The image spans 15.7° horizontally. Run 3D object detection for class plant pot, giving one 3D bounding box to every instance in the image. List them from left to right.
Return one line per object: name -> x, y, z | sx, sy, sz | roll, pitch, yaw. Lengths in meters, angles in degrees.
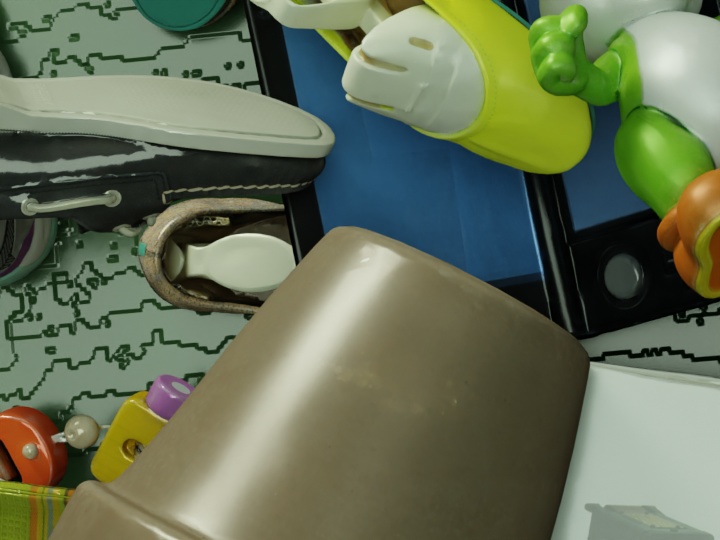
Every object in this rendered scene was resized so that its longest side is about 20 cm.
plant pot -> 0.001, 0.084, 0.998 | 0.200, 0.200, 0.175 | 27, 84, 5

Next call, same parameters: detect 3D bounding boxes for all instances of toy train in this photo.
toy train -> -0.103, 0.125, 1.154 | 0.150, 0.056, 0.200 | -34, 90, 17

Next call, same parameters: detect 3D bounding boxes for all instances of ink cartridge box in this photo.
ink cartridge box -> 0.115, 0.139, 1.084 | 0.083, 0.146, 0.200 | 9, 89, 7

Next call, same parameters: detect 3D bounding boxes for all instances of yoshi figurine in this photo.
yoshi figurine -> 0.118, -0.096, 0.973 | 0.112, 0.112, 0.200 | -44, 51, 20

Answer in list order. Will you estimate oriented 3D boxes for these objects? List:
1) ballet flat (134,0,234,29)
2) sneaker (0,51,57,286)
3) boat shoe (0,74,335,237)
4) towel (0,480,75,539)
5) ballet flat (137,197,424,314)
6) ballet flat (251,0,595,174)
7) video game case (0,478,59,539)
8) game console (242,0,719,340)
ballet flat -> -0.071, -0.194, 1.114 | 0.068, 0.200, 0.067 | 11, 48, 7
sneaker -> -0.195, -0.089, 1.120 | 0.078, 0.140, 0.200 | -28, 87, 4
boat shoe -> -0.111, -0.043, 1.048 | 0.200, 0.074, 0.060 | 2, 109, -15
towel -> -0.167, 0.131, 1.110 | 0.200, 0.018, 0.086 | 5, 97, 13
ballet flat -> 0.000, 0.000, 1.137 | 0.200, 0.067, 0.068 | -1, 89, 5
ballet flat -> 0.003, -0.101, 1.039 | 0.200, 0.067, 0.067 | 44, 133, 15
video game case -> -0.204, 0.176, 1.147 | 0.182, 0.024, 0.200 | 24, 103, 9
game console -> 0.062, -0.071, 1.070 | 0.172, 0.119, 0.200 | -18, 81, 42
